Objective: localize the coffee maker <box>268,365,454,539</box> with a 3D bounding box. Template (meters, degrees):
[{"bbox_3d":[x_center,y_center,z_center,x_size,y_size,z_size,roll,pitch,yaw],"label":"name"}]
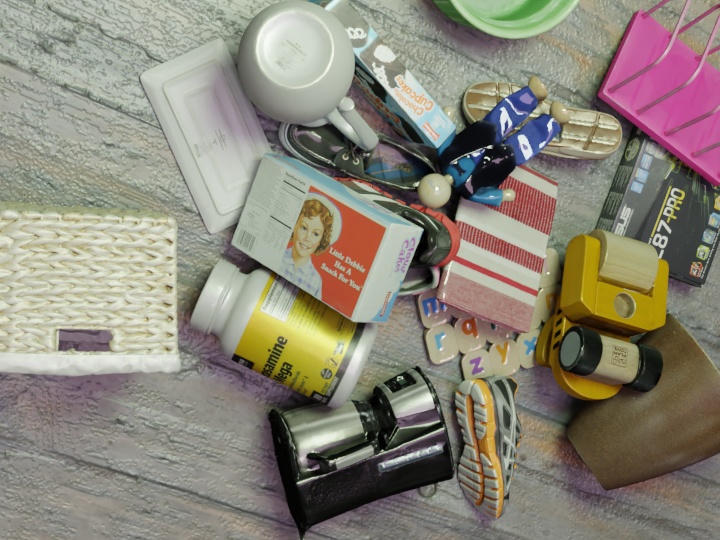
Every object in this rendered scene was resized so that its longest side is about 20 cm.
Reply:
[{"bbox_3d":[0.004,0.231,1.369,0.198,0.135,0.194,-14,128,-14],"label":"coffee maker"}]

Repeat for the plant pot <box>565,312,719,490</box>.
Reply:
[{"bbox_3d":[0.371,0.189,1.455,0.199,0.187,0.187,-35,110,6],"label":"plant pot"}]

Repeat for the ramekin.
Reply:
[{"bbox_3d":[0.162,-0.371,1.304,0.198,0.098,0.202,-3,101,-17],"label":"ramekin"}]

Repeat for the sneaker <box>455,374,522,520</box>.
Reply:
[{"bbox_3d":[0.173,0.226,1.440,0.077,0.078,0.202,-18,115,-35],"label":"sneaker"}]

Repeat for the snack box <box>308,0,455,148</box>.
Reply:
[{"bbox_3d":[0.015,-0.226,1.275,0.037,0.116,0.200,-45,110,-5],"label":"snack box"}]

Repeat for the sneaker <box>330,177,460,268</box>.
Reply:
[{"bbox_3d":[0.015,-0.055,1.288,0.199,0.098,0.071,21,104,11],"label":"sneaker"}]

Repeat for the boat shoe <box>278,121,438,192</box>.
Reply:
[{"bbox_3d":[0.003,-0.140,1.319,0.198,0.057,0.069,16,96,-20],"label":"boat shoe"}]

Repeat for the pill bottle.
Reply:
[{"bbox_3d":[-0.089,0.068,1.287,0.199,0.112,0.113,25,93,-3],"label":"pill bottle"}]

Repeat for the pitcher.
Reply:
[{"bbox_3d":[-0.047,-0.197,1.194,0.171,0.200,0.122,36,87,0],"label":"pitcher"}]

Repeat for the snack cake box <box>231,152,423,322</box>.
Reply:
[{"bbox_3d":[-0.040,-0.038,1.244,0.067,0.199,0.116,5,112,-55],"label":"snack cake box"}]

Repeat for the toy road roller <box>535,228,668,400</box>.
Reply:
[{"bbox_3d":[0.292,0.061,1.410,0.122,0.146,0.202,15,74,-19],"label":"toy road roller"}]

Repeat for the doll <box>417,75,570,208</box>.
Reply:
[{"bbox_3d":[0.144,-0.143,1.316,0.200,0.048,0.137,-40,84,-10],"label":"doll"}]

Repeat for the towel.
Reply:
[{"bbox_3d":[0.169,-0.037,1.374,0.143,0.023,0.202,22,76,-31],"label":"towel"}]

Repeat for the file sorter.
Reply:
[{"bbox_3d":[0.421,-0.229,1.366,0.199,0.125,0.140,34,67,-13],"label":"file sorter"}]

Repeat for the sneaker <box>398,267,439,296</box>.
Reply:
[{"bbox_3d":[0.000,0.000,1.332,0.198,0.082,0.071,-6,106,-16],"label":"sneaker"}]

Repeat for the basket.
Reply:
[{"bbox_3d":[-0.295,0.015,1.184,0.196,0.200,0.163,2,94,-18],"label":"basket"}]

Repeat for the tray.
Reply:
[{"bbox_3d":[-0.163,-0.151,1.283,0.107,0.022,0.201,-26,107,-11],"label":"tray"}]

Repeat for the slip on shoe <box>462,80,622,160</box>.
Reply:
[{"bbox_3d":[0.219,-0.179,1.381,0.198,0.061,0.077,10,82,-2],"label":"slip on shoe"}]

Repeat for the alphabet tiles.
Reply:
[{"bbox_3d":[0.168,0.044,1.432,0.198,0.015,0.197,-18,108,-14],"label":"alphabet tiles"}]

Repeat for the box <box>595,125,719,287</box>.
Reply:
[{"bbox_3d":[0.406,-0.098,1.463,0.160,0.049,0.202,20,93,-17],"label":"box"}]
